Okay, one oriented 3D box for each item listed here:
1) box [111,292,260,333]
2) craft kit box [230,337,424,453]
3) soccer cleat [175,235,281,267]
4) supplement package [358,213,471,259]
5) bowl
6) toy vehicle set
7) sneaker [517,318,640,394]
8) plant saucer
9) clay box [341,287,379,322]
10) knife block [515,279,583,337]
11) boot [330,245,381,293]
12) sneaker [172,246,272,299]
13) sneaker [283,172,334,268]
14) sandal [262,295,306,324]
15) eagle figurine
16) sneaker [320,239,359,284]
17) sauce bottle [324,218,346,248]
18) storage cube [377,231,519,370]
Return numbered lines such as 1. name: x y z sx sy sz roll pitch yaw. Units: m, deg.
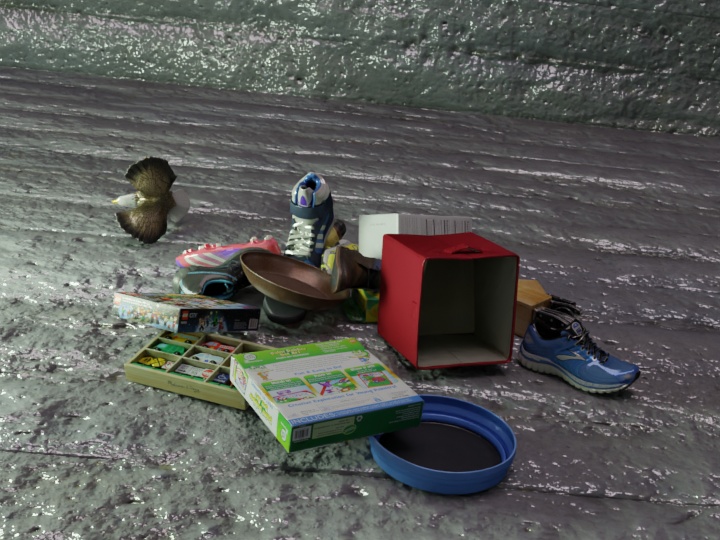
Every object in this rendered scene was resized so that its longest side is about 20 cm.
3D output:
1. box: -0.268 0.065 1.542 0.135 0.038 0.199 12 4 30
2. craft kit box: -0.049 0.161 1.331 0.197 0.049 0.197 -6 27 -29
3. soccer cleat: -0.243 -0.016 1.831 0.197 0.078 0.067 -9 6 3
4. supplement package: 0.105 -0.047 1.858 0.198 0.111 0.113 0 0 -41
5. bowl: 0.107 0.230 1.314 0.197 0.040 0.201 5 21 -2
6. toy vehicle set: -0.225 0.137 1.441 0.197 0.027 0.124 11 29 19
7. sneaker: 0.346 0.131 1.570 0.198 0.090 0.078 17 24 27
8. plant saucer: -0.115 0.022 1.686 0.198 0.037 0.201 19 13 -4
9. clay box: 0.065 0.049 1.762 0.197 0.048 0.115 1 21 -15
10. knife block: 0.281 0.075 1.732 0.197 0.065 0.176 4 20 -6
11. boot: 0.000 0.000 1.685 0.095 0.076 0.200 9 13 -2
12. sneaker: -0.226 0.019 1.739 0.198 0.074 0.082 -21 35 -30
13. sneaker: -0.107 -0.082 1.808 0.079 0.147 0.202 9 56 19
14. sandal: -0.132 0.058 1.703 0.075 0.043 0.200 13 15 -8
15. eagle figurine: -0.429 -0.143 1.999 0.150 0.153 0.200 -37 13 -8
16. sneaker: -0.026 -0.011 1.856 0.075 0.076 0.200 11 23 12
17. sauce bottle: -0.075 -0.056 1.976 0.064 0.066 0.200 10 20 11
18. storage cube: 0.136 0.044 1.598 0.168 0.203 0.180 -2 16 -20
